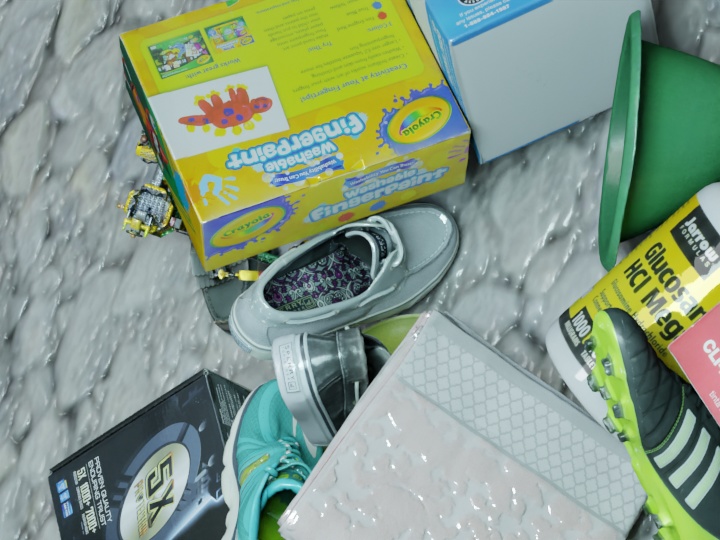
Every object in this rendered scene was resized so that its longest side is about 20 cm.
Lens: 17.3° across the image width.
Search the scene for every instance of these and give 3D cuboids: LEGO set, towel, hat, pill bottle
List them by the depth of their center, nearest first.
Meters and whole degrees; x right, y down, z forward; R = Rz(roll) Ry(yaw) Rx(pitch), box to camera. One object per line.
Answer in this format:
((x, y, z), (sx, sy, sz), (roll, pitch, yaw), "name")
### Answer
((0.075, 0.148, 1.518), (0.191, 0.200, 0.032), (-55, 1, -24), "towel")
((0.225, 0.017, 1.521), (0.200, 0.112, 0.113), (-43, 51, 16), "pill bottle")
((0.256, -0.088, 1.562), (0.166, 0.175, 0.201), (-82, -2, -62), "hat")
((-0.089, -0.068, 1.748), (0.199, 0.116, 0.154), (27, 91, 10), "LEGO set")

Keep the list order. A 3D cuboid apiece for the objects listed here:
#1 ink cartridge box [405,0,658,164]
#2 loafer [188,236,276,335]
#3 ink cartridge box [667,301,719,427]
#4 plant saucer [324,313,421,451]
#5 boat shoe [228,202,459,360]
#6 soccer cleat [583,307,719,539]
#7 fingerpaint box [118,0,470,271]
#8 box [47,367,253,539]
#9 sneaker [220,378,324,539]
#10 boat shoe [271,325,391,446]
((0.102, -0.213, 1.667), (0.147, 0.145, 0.200), (-25, 54, -2), "ink cartridge box")
((-0.111, -0.048, 1.846), (0.072, 0.063, 0.201), (-19, 61, 31), "loafer")
((0.310, 0.031, 1.428), (0.200, 0.144, 0.084), (-43, 52, 16), "ink cartridge box")
((0.032, 0.130, 1.680), (0.199, 0.031, 0.201), (-16, 61, 32), "plant saucer")
((-0.001, -0.001, 1.666), (0.070, 0.200, 0.072), (56, 148, 11), "boat shoe")
((0.198, 0.097, 1.465), (0.081, 0.200, 0.068), (-27, 29, -4), "soccer cleat")
((-0.047, -0.112, 1.654), (0.199, 0.073, 0.167), (-20, 63, -12), "fingerpaint box")
((-0.128, 0.203, 1.736), (0.163, 0.086, 0.201), (-32, 54, 22), "box")
((-0.052, 0.154, 1.635), (0.080, 0.077, 0.201), (122, 159, -44), "sneaker")
((-0.008, 0.078, 1.605), (0.071, 0.200, 0.072), (-9, 82, 7), "boat shoe")
